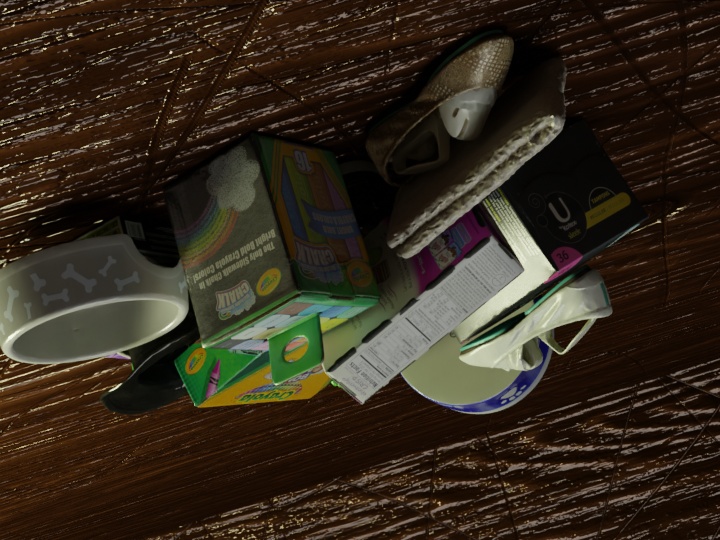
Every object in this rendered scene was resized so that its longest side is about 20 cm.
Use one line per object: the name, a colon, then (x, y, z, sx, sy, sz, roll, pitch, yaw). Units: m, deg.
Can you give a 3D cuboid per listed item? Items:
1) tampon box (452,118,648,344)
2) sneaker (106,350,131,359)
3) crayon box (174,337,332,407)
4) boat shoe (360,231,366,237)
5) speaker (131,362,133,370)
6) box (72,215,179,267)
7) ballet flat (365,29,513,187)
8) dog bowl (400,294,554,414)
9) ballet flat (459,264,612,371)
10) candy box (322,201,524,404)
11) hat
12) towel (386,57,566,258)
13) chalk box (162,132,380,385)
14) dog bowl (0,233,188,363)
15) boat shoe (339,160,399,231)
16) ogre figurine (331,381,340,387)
tampon box: (0.167, -0.039, 1.391, 0.149, 0.127, 0.200, -29, 172, -34)
sneaker: (-0.287, 0.060, 1.447, 0.199, 0.081, 0.083, 7, 166, -36)
crayon box: (-0.080, 0.081, 1.367, 0.119, 0.058, 0.200, -39, 159, 26)
boat shoe: (0.000, 0.000, 1.424, 0.073, 0.063, 0.200, 24, 171, -7)
speaker: (-0.187, 0.077, 1.547, 0.088, 0.089, 0.200, -3, 159, -41)
box: (-0.209, -0.007, 1.334, 0.110, 0.035, 0.200, -26, 162, 28)
ballet flat: (0.075, -0.132, 1.159, 0.070, 0.066, 0.200, -5, 160, -32)
dog bowl: (0.139, 0.077, 1.682, 0.199, 0.201, 0.079, -22, 161, 17)
ballet flat: (0.183, 0.067, 1.396, 0.069, 0.070, 0.200, -1, 152, -45)
candy box: (0.043, 0.012, 1.252, 0.200, 0.137, 0.061, -39, 124, 11)
hat: (-0.191, 0.069, 1.396, 0.200, 0.081, 0.201, -26, 164, -8)
towel: (0.104, -0.098, 1.173, 0.200, 0.034, 0.133, -39, -162, 26)
chalk box: (-0.073, -0.001, 1.195, 0.124, 0.201, 0.124, -27, 162, 31)
dog bowl: (-0.252, 0.032, 1.249, 0.199, 0.059, 0.200, -15, 164, -4)
boat shoe: (0.029, -0.060, 1.349, 0.074, 0.066, 0.199, -24, 163, 20)
ogre figurine: (-0.013, 0.055, 1.579, 0.120, 0.200, 0.098, -31, -166, 18)
